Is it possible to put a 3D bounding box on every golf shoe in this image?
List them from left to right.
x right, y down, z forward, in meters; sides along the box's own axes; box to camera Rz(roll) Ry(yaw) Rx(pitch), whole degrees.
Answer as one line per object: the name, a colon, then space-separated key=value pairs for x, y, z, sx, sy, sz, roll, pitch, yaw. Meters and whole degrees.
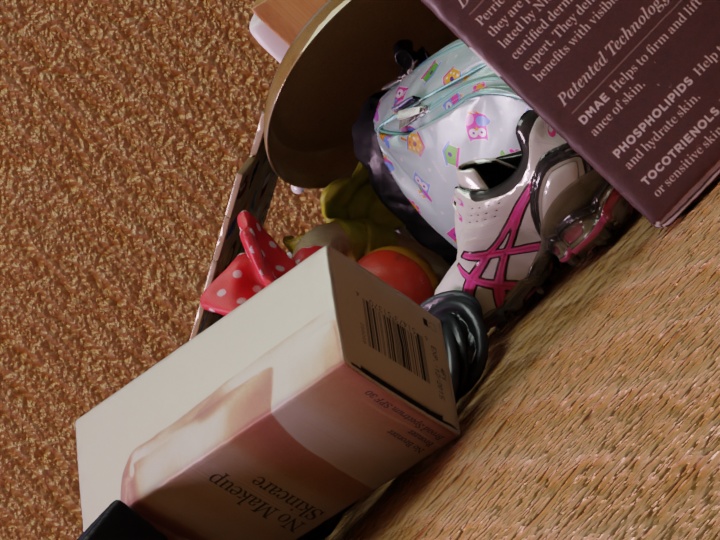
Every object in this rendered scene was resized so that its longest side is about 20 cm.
golf shoe: x=0.091 y=-0.031 z=1.479 sx=0.073 sy=0.092 sz=0.200 roll=-50 pitch=3 yaw=-37

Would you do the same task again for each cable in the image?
cable: x=0.009 y=0.099 z=1.458 sx=0.163 sy=0.051 sz=0.200 roll=-30 pitch=20 yaw=52

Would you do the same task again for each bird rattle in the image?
bird rattle: x=0.000 y=0.000 z=1.638 sx=0.113 sy=0.162 sz=0.200 roll=-68 pitch=-13 yaw=17

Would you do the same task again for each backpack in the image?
backpack: x=0.102 y=-0.083 z=1.573 sx=0.200 sy=0.167 sz=0.127 roll=-28 pitch=25 yaw=49

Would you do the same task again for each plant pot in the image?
plant pot: x=0.010 y=-0.140 z=1.658 sx=0.199 sy=0.028 sz=0.201 roll=-32 pitch=-29 yaw=-20

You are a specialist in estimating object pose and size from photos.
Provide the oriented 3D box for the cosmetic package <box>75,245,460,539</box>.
cosmetic package: x=-0.054 y=0.087 z=1.364 sx=0.200 sy=0.103 sz=0.088 roll=-35 pitch=43 yaw=28

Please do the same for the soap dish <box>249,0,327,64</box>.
soap dish: x=0.009 y=-0.190 z=1.814 sx=0.081 sy=0.157 sz=0.200 roll=-42 pitch=14 yaw=27

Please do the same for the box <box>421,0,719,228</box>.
box: x=0.149 y=-0.161 z=1.313 sx=0.164 sy=0.200 sz=0.166 roll=-46 pitch=3 yaw=17

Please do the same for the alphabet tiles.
alphabet tiles: x=-0.081 y=-0.037 z=1.728 sx=0.167 sy=0.006 sz=0.201 roll=-60 pitch=-12 yaw=-65

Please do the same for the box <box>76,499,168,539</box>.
box: x=-0.179 y=0.260 z=1.309 sx=0.200 sy=0.117 sz=0.197 roll=-46 pitch=3 yaw=36

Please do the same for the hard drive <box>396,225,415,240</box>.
hard drive: x=0.068 y=-0.066 z=1.863 sx=0.026 sy=0.132 sz=0.200 roll=-11 pitch=26 yaw=35

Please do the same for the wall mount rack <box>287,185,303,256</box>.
wall mount rack: x=-0.018 y=0.021 z=1.892 sx=0.201 sy=0.074 sz=0.175 roll=99 pitch=161 yaw=-53
